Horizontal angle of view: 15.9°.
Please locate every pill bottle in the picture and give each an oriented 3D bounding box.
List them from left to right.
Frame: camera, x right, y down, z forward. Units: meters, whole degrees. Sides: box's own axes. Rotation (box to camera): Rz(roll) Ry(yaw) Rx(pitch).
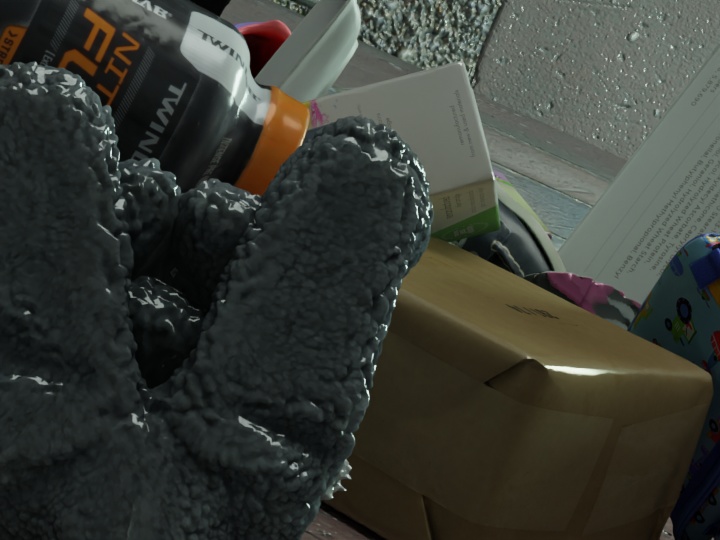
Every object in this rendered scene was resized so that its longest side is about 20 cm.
[{"bbox_3d":[-0.124,-0.091,1.200,0.199,0.107,0.106,27,8,-13],"label":"pill bottle"}]

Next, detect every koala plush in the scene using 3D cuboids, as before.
[{"bbox_3d":[-0.076,0.041,0.956,0.176,0.185,0.200,11,-11,-3],"label":"koala plush"}]

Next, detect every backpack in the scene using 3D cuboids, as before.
[{"bbox_3d":[0.230,0.089,1.292,0.134,0.183,0.201,-11,66,-22],"label":"backpack"}]

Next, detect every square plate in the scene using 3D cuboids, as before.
[{"bbox_3d":[-0.059,-0.084,1.481,0.028,0.198,0.200,38,8,-8],"label":"square plate"}]

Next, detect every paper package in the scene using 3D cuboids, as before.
[{"bbox_3d":[0.037,0.055,1.209,0.190,0.104,0.200,27,11,29],"label":"paper package"}]

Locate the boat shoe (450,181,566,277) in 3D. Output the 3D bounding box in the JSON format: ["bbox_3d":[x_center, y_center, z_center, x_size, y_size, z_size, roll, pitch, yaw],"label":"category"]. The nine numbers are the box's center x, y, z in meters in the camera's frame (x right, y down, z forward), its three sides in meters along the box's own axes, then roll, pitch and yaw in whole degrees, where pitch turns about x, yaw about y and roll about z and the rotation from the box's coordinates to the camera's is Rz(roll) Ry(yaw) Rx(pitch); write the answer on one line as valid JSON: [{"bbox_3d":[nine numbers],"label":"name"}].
[{"bbox_3d":[0.057,-0.026,1.478,0.062,0.075,0.201,-22,68,-26],"label":"boat shoe"}]

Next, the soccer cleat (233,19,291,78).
[{"bbox_3d":[-0.113,-0.108,1.632,0.068,0.073,0.200,59,37,-10],"label":"soccer cleat"}]

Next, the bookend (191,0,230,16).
[{"bbox_3d":[-0.142,-0.140,1.451,0.092,0.199,0.200,30,-2,-10],"label":"bookend"}]

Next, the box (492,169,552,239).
[{"bbox_3d":[0.010,-0.032,1.634,0.175,0.097,0.200,21,11,-10],"label":"box"}]

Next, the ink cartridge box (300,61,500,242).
[{"bbox_3d":[-0.033,-0.037,1.313,0.199,0.068,0.117,-14,-12,2],"label":"ink cartridge box"}]

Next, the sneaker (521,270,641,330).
[{"bbox_3d":[0.136,0.072,1.423,0.200,0.081,0.086,43,-18,-30],"label":"sneaker"}]

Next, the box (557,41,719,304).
[{"bbox_3d":[0.246,-0.001,1.538,0.130,0.200,0.199,30,-13,40],"label":"box"}]
